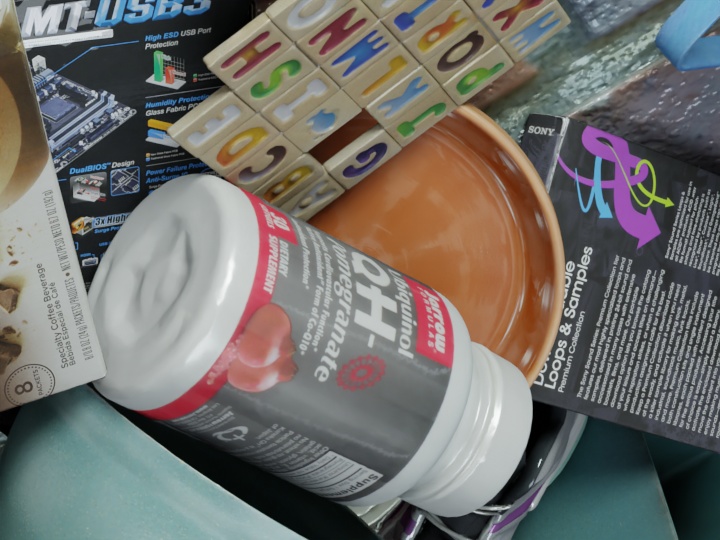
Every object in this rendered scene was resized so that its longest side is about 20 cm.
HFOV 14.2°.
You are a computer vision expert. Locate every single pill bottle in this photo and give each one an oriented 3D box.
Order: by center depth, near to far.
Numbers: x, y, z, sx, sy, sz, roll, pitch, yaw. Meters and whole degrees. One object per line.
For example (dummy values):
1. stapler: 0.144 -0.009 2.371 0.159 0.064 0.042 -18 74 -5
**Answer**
1. pill bottle: -0.019 0.043 1.322 0.200 0.111 0.111 27 119 -34

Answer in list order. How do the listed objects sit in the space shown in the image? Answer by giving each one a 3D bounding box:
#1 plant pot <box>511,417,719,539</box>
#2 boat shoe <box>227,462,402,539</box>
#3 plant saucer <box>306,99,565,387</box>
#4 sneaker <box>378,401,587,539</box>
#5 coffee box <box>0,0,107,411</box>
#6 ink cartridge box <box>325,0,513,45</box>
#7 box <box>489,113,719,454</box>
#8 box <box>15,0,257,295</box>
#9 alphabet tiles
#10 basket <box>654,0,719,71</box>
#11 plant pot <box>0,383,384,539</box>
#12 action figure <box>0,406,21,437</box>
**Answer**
1. plant pot: 0.114 0.173 1.645 0.200 0.141 0.141 -31 140 19
2. boat shoe: -0.036 0.129 1.473 0.202 0.072 0.060 -39 157 1
3. plant saucer: 0.000 0.000 1.410 0.200 0.032 0.201 1 106 3
4. sneaker: 0.052 0.120 1.524 0.200 0.078 0.140 -62 169 -8
5. coffee box: -0.188 -0.034 1.219 0.113 0.080 0.200 -18 126 -12
6. ink cartridge box: 0.061 -0.194 1.251 0.196 0.043 0.200 -54 156 16
7. box: 0.149 0.011 1.506 0.200 0.036 0.143 18 86 -39
8. box: -0.146 -0.063 1.297 0.200 0.050 0.199 -10 124 -17
9. alphabet tiles: 0.004 -0.092 1.275 0.167 0.008 0.200 -36 160 6
10. basket: 0.230 -0.156 1.326 0.176 0.139 0.200 -44 167 21
11. plant pot: -0.096 0.142 1.355 0.200 0.200 0.134 30 96 -44
12. action figure: -0.165 0.098 1.445 0.200 0.069 0.130 41 65 -42
